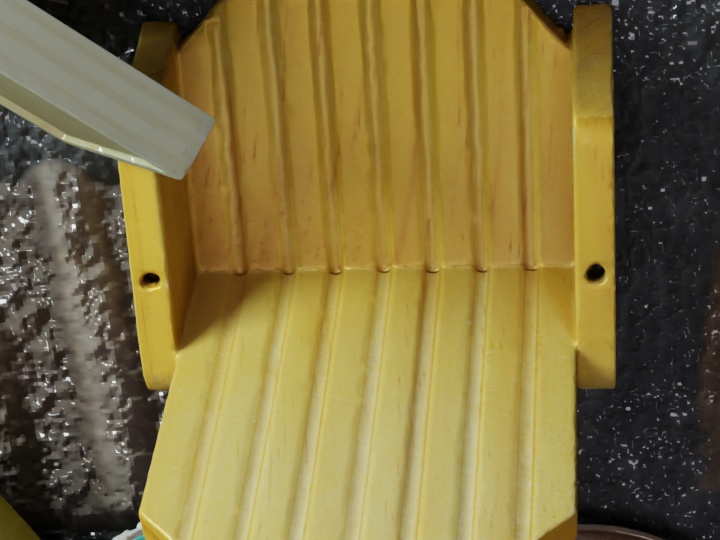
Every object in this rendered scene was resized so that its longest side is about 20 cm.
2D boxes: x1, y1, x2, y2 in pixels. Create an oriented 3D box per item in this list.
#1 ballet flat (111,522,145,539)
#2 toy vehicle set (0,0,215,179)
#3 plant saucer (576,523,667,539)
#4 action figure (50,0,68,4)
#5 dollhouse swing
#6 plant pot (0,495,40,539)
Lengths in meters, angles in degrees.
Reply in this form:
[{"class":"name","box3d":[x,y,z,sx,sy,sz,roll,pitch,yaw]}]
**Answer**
[{"class":"ballet flat","box3d":[-0.044,0.187,0.930,0.200,0.072,0.072,34,114,-7]},{"class":"toy vehicle set","box3d":[-0.160,-0.098,0.712,0.200,0.124,0.027,31,84,-30]},{"class":"plant saucer","box3d":[0.100,0.217,0.894,0.200,0.037,0.201,1,84,-7]},{"class":"action figure","box3d":[-0.212,-0.134,0.793,0.199,0.069,0.131,9,107,-2]},{"class":"dollhouse swing","box3d":[0.000,0.000,0.769,0.199,0.176,0.182,0,115,8]},{"class":"plant pot","box3d":[-0.195,0.191,0.885,0.142,0.200,0.200,35,115,-28]}]
